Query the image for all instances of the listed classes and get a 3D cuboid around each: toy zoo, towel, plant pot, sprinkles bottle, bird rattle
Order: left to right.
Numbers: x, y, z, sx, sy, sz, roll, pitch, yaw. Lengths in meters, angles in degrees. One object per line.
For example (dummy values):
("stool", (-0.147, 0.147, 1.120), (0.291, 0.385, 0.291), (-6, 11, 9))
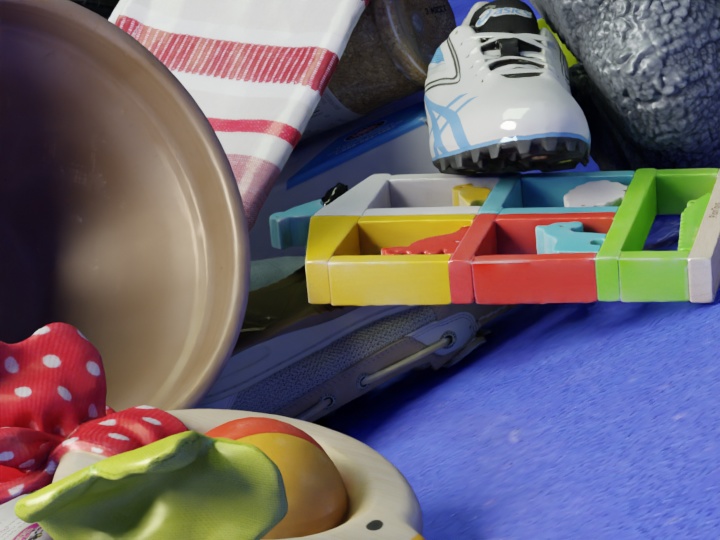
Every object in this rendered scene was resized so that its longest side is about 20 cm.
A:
("plant pot", (-0.151, -0.006, 1.151), (0.201, 0.201, 0.093), (-36, 2, -36))
("bird rattle", (-0.062, 0.088, 0.996), (0.162, 0.113, 0.200), (2, 12, -19))
("towel", (-0.067, -0.111, 1.364), (0.144, 0.023, 0.201), (11, 65, 38))
("sprinkles bottle", (-0.048, -0.092, 1.434), (0.199, 0.068, 0.068), (-20, 13, 30))
("toy zoo", (0.058, -0.015, 1.222), (0.199, 0.021, 0.131), (-1, 18, 13))

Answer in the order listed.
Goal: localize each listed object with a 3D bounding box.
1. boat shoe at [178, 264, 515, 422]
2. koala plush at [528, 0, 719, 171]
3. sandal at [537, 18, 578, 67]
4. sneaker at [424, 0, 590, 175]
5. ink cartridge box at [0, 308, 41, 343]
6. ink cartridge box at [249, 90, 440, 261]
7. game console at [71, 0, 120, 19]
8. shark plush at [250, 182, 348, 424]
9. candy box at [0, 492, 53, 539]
("boat shoe", (-0.004, 0.033, 1.239), (0.200, 0.063, 0.073), (-23, 23, -32))
("koala plush", (0.185, -0.140, 1.339), (0.199, 0.178, 0.184), (-27, 23, -3))
("sandal", (0.120, -0.110, 1.591), (0.087, 0.080, 0.200), (10, -22, -35))
("sneaker", (0.064, -0.083, 1.293), (0.072, 0.073, 0.200), (-2, 11, -4))
("ink cartridge box", (-0.157, 0.025, 1.244), (0.068, 0.116, 0.201), (117, 168, -51))
("ink cartridge box", (-0.012, -0.032, 1.475), (0.145, 0.084, 0.200), (-26, 12, 7))
("game console", (-0.132, -0.058, 1.544), (0.170, 0.119, 0.200), (-28, -22, 38))
("shark plush", (0.000, 0.000, 1.308), (0.200, 0.084, 0.091), (-31, 12, -16))
("candy box", (-0.170, 0.146, 1.108), (0.200, 0.061, 0.136), (-18, 14, 40))
